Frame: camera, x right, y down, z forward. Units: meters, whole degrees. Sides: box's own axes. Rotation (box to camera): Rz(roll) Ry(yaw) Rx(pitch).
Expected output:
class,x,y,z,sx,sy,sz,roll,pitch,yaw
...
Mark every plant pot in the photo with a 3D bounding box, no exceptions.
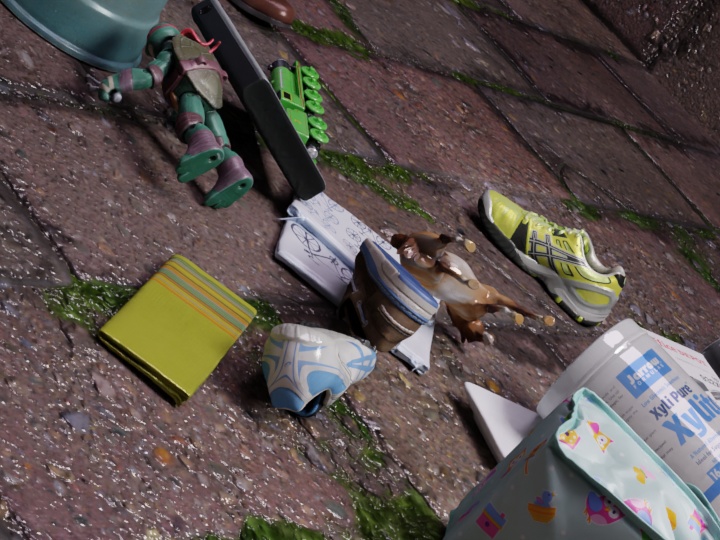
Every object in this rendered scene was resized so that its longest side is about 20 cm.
class,x,y,z,sx,sy,sz,roll,pitch,yaw
plant pot,-0.234,-0.327,1.893,0.200,0.196,0.201,35,21,-16

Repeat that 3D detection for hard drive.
class,x,y,z,sx,sy,sz,roll,pitch,yaw
hard drive,-0.101,-0.168,1.943,0.140,0.033,0.200,61,-1,-35

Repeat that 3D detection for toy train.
class,x,y,z,sx,sy,sz,roll,pitch,yaw
toy train,-0.069,-0.171,2.110,0.056,0.042,0.201,23,25,-17

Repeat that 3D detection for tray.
class,x,y,z,sx,sy,sz,roll,pitch,yaw
tray,0.176,0.174,1.865,0.199,0.022,0.108,26,26,-38

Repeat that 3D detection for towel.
class,x,y,z,sx,sy,sz,roll,pitch,yaw
towel,-0.141,0.043,1.558,0.086,0.018,0.200,36,21,-1

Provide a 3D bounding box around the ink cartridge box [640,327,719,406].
class,x,y,z,sx,sy,sz,roll,pitch,yaw
ink cartridge box,0.341,0.164,2.102,0.144,0.084,0.201,22,27,-42

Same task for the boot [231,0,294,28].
class,x,y,z,sx,sy,sz,roll,pitch,yaw
boot,-0.092,-0.404,2.313,0.068,0.200,0.189,11,35,-55

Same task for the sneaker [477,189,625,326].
class,x,y,z,sx,sy,sz,roll,pitch,yaw
sneaker,0.220,-0.029,2.293,0.200,0.077,0.075,42,21,4

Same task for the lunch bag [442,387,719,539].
class,x,y,z,sx,sy,sz,roll,pitch,yaw
lunch bag,0.182,0.222,1.552,0.200,0.171,0.122,41,27,-2

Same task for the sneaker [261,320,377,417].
class,x,y,z,sx,sy,sz,roll,pitch,yaw
sneaker,-0.036,0.081,1.622,0.071,0.073,0.200,16,1,14

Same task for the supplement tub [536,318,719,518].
class,x,y,z,sx,sy,sz,roll,pitch,yaw
supplement tub,0.274,0.159,1.854,0.200,0.132,0.132,47,20,14

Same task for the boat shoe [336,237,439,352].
class,x,y,z,sx,sy,sz,roll,pitch,yaw
boat shoe,0.013,0.024,1.765,0.072,0.072,0.200,41,2,-8

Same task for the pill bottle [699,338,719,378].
class,x,y,z,sx,sy,sz,roll,pitch,yaw
pill bottle,0.459,0.174,2.271,0.106,0.106,0.201,21,28,-45

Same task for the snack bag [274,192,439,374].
class,x,y,z,sx,sy,sz,roll,pitch,yaw
snack bag,0.000,0.000,1.903,0.188,0.021,0.200,39,20,-8

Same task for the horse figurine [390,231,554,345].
class,x,y,z,sx,sy,sz,roll,pitch,yaw
horse figurine,0.089,0.011,1.870,0.200,0.050,0.132,39,-15,-35

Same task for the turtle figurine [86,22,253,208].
class,x,y,z,sx,sy,sz,roll,pitch,yaw
turtle figurine,-0.168,-0.157,1.817,0.149,0.101,0.201,16,37,-50
